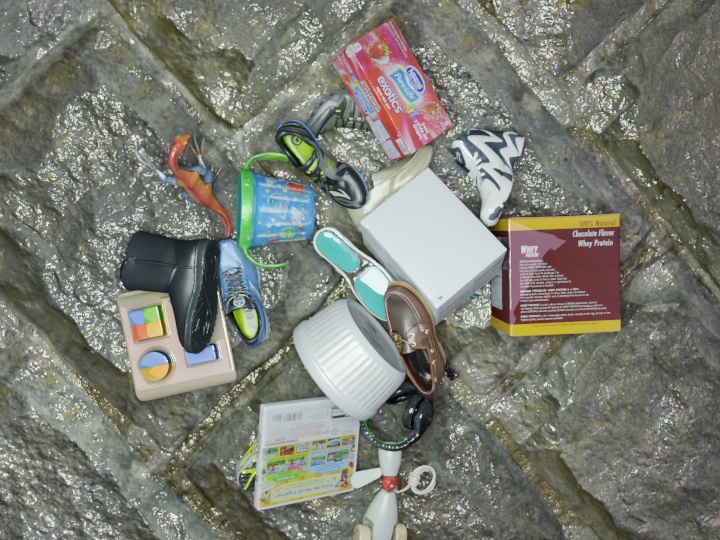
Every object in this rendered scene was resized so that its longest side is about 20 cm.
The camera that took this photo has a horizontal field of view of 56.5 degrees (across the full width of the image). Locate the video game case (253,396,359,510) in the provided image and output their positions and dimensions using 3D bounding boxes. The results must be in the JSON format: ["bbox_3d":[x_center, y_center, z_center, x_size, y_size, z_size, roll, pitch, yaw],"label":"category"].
[{"bbox_3d":[-0.090,0.317,1.187,0.199,0.023,0.184,0,98,-34],"label":"video game case"}]

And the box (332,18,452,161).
[{"bbox_3d":[0.051,-0.295,1.115,0.095,0.100,0.201,-35,101,-15],"label":"box"}]

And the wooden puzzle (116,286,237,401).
[{"bbox_3d":[-0.330,0.124,1.201,0.183,0.046,0.202,-12,94,-3],"label":"wooden puzzle"}]

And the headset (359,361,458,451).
[{"bbox_3d":[0.091,0.239,1.215,0.200,0.094,0.124,-41,62,-2],"label":"headset"}]

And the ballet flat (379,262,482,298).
[{"bbox_3d":[0.126,0.008,1.217,0.198,0.069,0.070,8,93,-1],"label":"ballet flat"}]

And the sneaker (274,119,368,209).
[{"bbox_3d":[-0.071,-0.173,1.148,0.199,0.083,0.071,43,119,-6],"label":"sneaker"}]

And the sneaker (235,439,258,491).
[{"bbox_3d":[-0.144,0.308,1.210,0.199,0.076,0.076,-32,112,-21],"label":"sneaker"}]

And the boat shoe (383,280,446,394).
[{"bbox_3d":[0.089,0.113,1.098,0.070,0.070,0.201,-11,119,34],"label":"boat shoe"}]

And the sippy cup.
[{"bbox_3d":[-0.147,-0.104,1.164,0.129,0.140,0.179,2,119,-14],"label":"sippy cup"}]

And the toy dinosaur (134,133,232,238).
[{"bbox_3d":[-0.269,-0.157,1.121,0.105,0.181,0.200,-43,96,-1],"label":"toy dinosaur"}]

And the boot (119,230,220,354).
[{"bbox_3d":[-0.332,0.035,1.153,0.167,0.076,0.202,4,86,20],"label":"boot"}]

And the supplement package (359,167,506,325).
[{"bbox_3d":[0.122,-0.040,1.146,0.155,0.111,0.200,-38,73,-8],"label":"supplement package"}]

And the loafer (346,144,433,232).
[{"bbox_3d":[0.050,-0.158,1.194,0.068,0.076,0.200,42,91,-11],"label":"loafer"}]

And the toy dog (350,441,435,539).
[{"bbox_3d":[0.040,0.419,1.228,0.131,0.096,0.201,31,77,-14],"label":"toy dog"}]

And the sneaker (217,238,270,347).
[{"bbox_3d":[-0.208,0.039,1.182,0.078,0.089,0.202,-19,93,-3],"label":"sneaker"}]

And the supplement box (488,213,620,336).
[{"bbox_3d":[0.341,0.003,1.193,0.195,0.133,0.202,-3,94,-3],"label":"supplement box"}]

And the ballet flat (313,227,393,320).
[{"bbox_3d":[0.000,0.000,1.166,0.069,0.069,0.200,-44,94,0],"label":"ballet flat"}]

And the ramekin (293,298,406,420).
[{"bbox_3d":[-0.011,0.142,1.137,0.105,0.200,0.200,-41,95,11],"label":"ramekin"}]

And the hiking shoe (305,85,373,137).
[{"bbox_3d":[-0.001,-0.277,1.184,0.199,0.076,0.101,-33,91,-2],"label":"hiking shoe"}]

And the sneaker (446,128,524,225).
[{"bbox_3d":[0.205,-0.175,1.182,0.129,0.080,0.200,18,67,7],"label":"sneaker"}]
